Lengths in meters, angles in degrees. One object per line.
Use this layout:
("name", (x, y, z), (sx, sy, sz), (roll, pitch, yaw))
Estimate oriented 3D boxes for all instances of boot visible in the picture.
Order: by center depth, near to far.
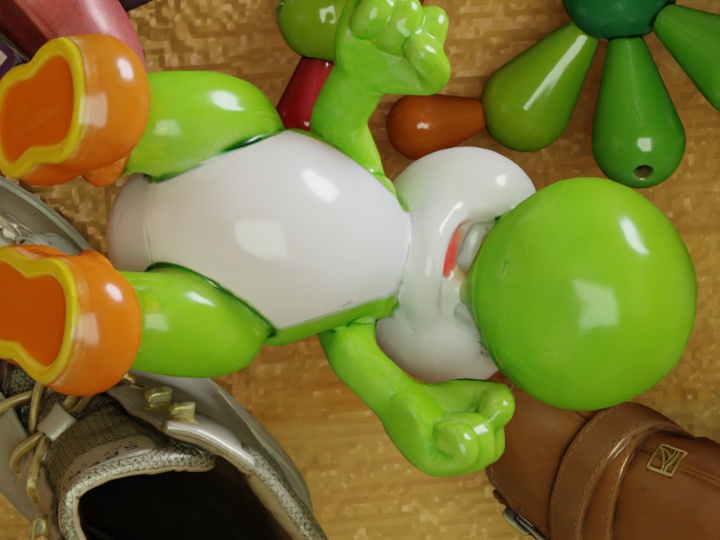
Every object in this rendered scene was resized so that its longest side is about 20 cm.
("boot", (-0.085, 0.038, 0.773), (0.200, 0.155, 0.072), (41, 91, -12))
("boot", (0.113, 0.103, 0.847), (0.154, 0.200, 0.074), (29, 64, 22))

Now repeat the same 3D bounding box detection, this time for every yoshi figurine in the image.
("yoshi figurine", (0.009, -0.005, 0.723), (0.199, 0.112, 0.113), (7, 129, -34))

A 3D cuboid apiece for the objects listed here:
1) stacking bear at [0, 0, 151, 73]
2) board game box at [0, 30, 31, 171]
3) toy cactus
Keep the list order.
("stacking bear", (-0.037, -0.153, 0.774), (0.200, 0.114, 0.122), (-40, 110, -8))
("board game box", (-0.183, -0.008, 0.777), (0.200, 0.032, 0.120), (-49, 57, 2))
("toy cactus", (0.070, -0.107, 0.807), (0.199, 0.102, 0.166), (-5, 90, 1))
